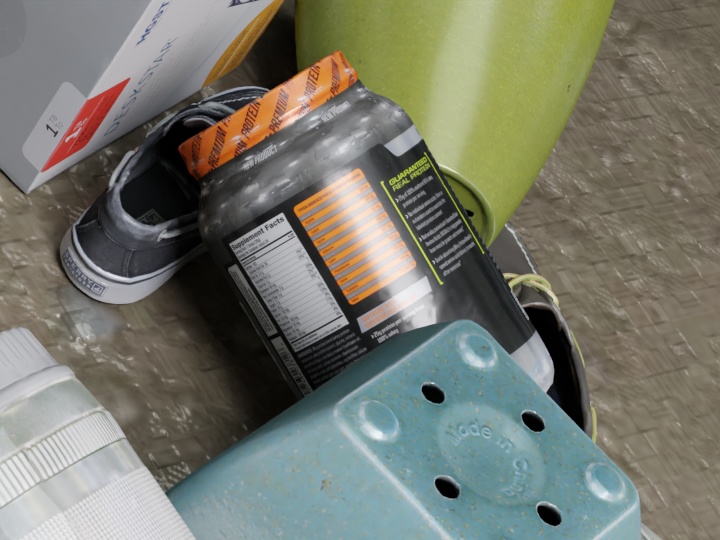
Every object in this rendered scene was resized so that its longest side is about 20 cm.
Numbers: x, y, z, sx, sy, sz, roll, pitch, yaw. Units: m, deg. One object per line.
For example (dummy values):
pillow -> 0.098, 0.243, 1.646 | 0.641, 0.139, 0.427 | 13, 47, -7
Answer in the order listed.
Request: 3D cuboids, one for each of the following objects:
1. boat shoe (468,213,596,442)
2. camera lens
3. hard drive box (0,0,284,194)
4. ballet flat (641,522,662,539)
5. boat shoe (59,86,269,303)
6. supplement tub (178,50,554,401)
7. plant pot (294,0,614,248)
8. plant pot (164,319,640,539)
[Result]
boat shoe -> 0.087, 0.040, 1.555 | 0.071, 0.061, 0.202 | 13, 45, -26
camera lens -> -0.140, 0.146, 1.184 | 0.200, 0.160, 0.160 | 55, 41, 4
hard drive box -> -0.110, -0.148, 1.517 | 0.077, 0.156, 0.200 | 45, 41, 8
ballet flat -> 0.144, 0.167, 1.486 | 0.200, 0.067, 0.064 | 40, 12, 1
boat shoe -> -0.083, -0.055, 1.515 | 0.072, 0.068, 0.200 | 43, 40, 7
supplement tub -> 0.000, 0.000, 1.441 | 0.122, 0.122, 0.201 | -34, 95, -49
plant pot -> 0.041, -0.102, 1.582 | 0.186, 0.187, 0.201 | 24, 49, -16
plant pot -> 0.011, 0.137, 1.295 | 0.196, 0.200, 0.196 | 45, 39, 11
